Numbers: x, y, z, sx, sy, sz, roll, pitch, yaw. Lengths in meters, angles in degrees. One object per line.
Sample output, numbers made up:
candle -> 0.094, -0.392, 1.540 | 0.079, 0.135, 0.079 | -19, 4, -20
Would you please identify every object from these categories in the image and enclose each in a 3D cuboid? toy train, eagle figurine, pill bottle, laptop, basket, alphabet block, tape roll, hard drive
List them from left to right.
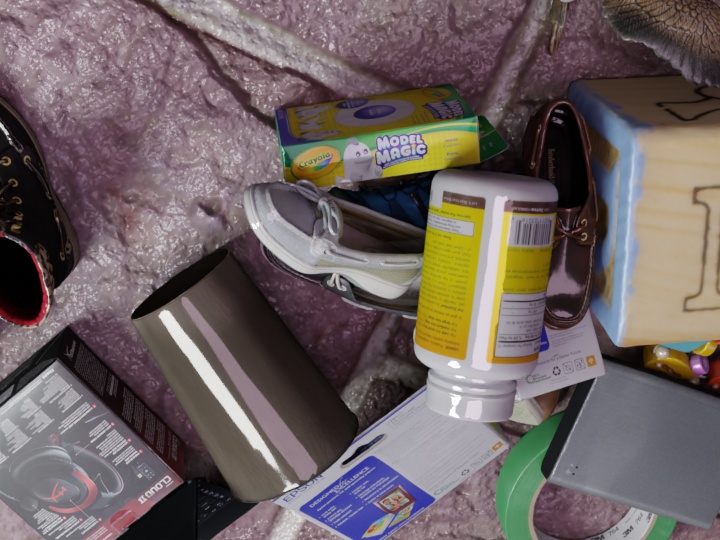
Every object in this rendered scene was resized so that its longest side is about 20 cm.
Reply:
laptop -> -0.193, 0.296, 1.075 | 0.176, 0.104, 0.200 | -37, 149, 8
basket -> -0.116, 0.095, 1.035 | 0.136, 0.180, 0.202 | -39, 104, -26
pill bottle -> 0.103, 0.020, 0.931 | 0.107, 0.109, 0.204 | 5, 99, -9
tape roll -> 0.248, 0.248, 1.193 | 0.197, 0.048, 0.204 | -3, 112, -6
hard drive -> 0.301, 0.177, 1.130 | 0.197, 0.033, 0.141 | 18, 104, -15
eagle figurine -> 0.261, -0.256, 0.941 | 0.152, 0.197, 0.152 | -61, 151, -22
alphabet block -> 0.305, -0.063, 1.000 | 0.196, 0.196, 0.200 | -3, 114, -5
toy train -> 0.359, 0.071, 1.110 | 0.147, 0.056, 0.201 | -3, 151, 14

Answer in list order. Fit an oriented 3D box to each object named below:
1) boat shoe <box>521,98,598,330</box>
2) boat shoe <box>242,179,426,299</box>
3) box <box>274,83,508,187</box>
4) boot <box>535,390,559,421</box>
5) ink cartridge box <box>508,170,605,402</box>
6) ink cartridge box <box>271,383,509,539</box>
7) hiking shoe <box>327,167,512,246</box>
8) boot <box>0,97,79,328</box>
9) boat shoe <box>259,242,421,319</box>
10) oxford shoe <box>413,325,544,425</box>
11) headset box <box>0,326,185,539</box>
boat shoe -> 0.174, -0.050, 0.972 | 0.069, 0.070, 0.204 | -4, 84, -5
boat shoe -> -0.014, -0.034, 0.926 | 0.200, 0.075, 0.065 | 25, 128, -40
box -> 0.025, -0.122, 0.979 | 0.196, 0.118, 0.049 | -7, 114, -5
boot -> 0.169, 0.077, 1.101 | 0.072, 0.076, 0.203 | -13, 114, -5
ink cartridge box -> 0.156, 0.011, 1.014 | 0.093, 0.037, 0.204 | -13, 89, -18
ink cartridge box -> 0.031, 0.188, 1.098 | 0.197, 0.047, 0.200 | -37, 139, 9
hiking shoe -> 0.060, -0.068, 1.036 | 0.197, 0.074, 0.088 | 7, 106, -21
boot -> -0.310, -0.055, 0.942 | 0.072, 0.151, 0.203 | -20, 113, 1
boat shoe -> 0.000, 0.000, 1.054 | 0.197, 0.060, 0.075 | 20, 108, -15
oxford shoe -> 0.124, 0.090, 1.063 | 0.200, 0.074, 0.058 | 44, 59, -36
headset box -> -0.278, 0.182, 1.083 | 0.148, 0.075, 0.200 | -38, 111, 9
